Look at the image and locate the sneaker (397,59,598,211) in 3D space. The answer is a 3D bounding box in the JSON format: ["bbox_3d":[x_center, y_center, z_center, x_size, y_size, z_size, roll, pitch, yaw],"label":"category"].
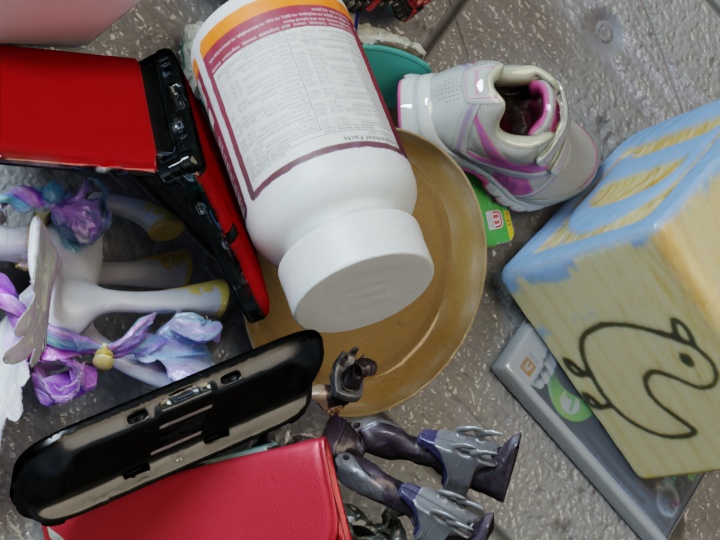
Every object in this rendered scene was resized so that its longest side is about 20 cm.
[{"bbox_3d":[0.118,-0.098,1.250,0.199,0.088,0.082,12,70,-47],"label":"sneaker"}]

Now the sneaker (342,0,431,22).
[{"bbox_3d":[0.012,-0.238,1.224,0.096,0.079,0.200,51,21,12],"label":"sneaker"}]

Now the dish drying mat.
[{"bbox_3d":[-0.101,0.159,1.046,0.018,0.198,0.078,-5,80,-68],"label":"dish drying mat"}]

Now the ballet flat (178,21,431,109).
[{"bbox_3d":[-0.039,-0.153,1.213,0.198,0.071,0.073,-5,83,-35],"label":"ballet flat"}]

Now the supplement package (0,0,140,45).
[{"bbox_3d":[-0.210,-0.255,1.085,0.116,0.117,0.203,-2,79,-33],"label":"supplement package"}]

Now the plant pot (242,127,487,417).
[{"bbox_3d":[0.000,0.000,1.196,0.198,0.027,0.203,-8,105,-31],"label":"plant pot"}]

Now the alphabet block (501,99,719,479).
[{"bbox_3d":[0.259,0.010,1.269,0.196,0.195,0.201,-43,102,-29],"label":"alphabet block"}]

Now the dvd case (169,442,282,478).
[{"bbox_3d":[-0.091,0.219,1.067,0.022,0.144,0.202,-13,88,-68],"label":"dvd case"}]

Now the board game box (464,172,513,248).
[{"bbox_3d":[0.021,-0.050,1.250,0.198,0.030,0.097,-12,88,-31],"label":"board game box"}]

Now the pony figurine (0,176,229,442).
[{"bbox_3d":[-0.181,0.021,1.052,0.198,0.167,0.194,12,42,-27],"label":"pony figurine"}]

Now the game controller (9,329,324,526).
[{"bbox_3d":[-0.112,0.090,1.021,0.198,0.105,0.042,-23,63,-24],"label":"game controller"}]

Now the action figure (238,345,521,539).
[{"bbox_3d":[-0.003,0.113,1.107,0.198,0.070,0.131,18,58,9],"label":"action figure"}]

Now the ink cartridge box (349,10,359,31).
[{"bbox_3d":[-0.081,-0.234,1.188,0.199,0.037,0.095,39,24,-18],"label":"ink cartridge box"}]

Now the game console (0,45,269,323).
[{"bbox_3d":[-0.147,-0.057,1.066,0.118,0.200,0.174,-23,117,1],"label":"game console"}]

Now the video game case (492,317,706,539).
[{"bbox_3d":[0.213,0.080,1.351,0.200,0.023,0.182,48,60,-16],"label":"video game case"}]

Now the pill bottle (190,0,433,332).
[{"bbox_3d":[-0.029,-0.070,1.074,0.108,0.110,0.202,-3,59,-33],"label":"pill bottle"}]

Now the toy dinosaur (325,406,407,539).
[{"bbox_3d":[-0.041,0.173,1.134,0.135,0.102,0.202,24,86,-10],"label":"toy dinosaur"}]
